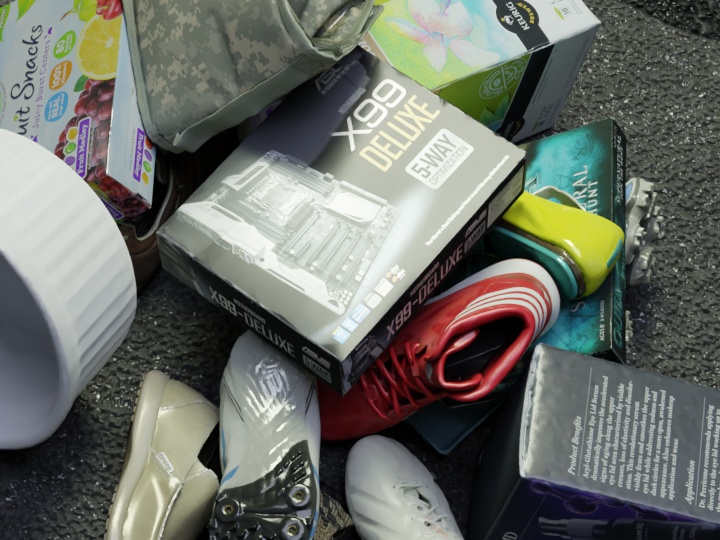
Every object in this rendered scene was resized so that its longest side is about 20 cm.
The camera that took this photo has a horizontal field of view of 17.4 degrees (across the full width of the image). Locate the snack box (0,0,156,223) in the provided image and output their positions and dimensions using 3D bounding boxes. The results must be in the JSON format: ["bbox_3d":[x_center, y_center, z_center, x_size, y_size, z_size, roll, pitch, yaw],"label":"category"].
[{"bbox_3d":[-0.205,-0.113,1.629,0.053,0.141,0.201,37,42,-41],"label":"snack box"}]

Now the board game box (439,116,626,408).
[{"bbox_3d":[0.119,-0.006,1.638,0.134,0.028,0.201,-16,48,25],"label":"board game box"}]

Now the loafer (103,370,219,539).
[{"bbox_3d":[-0.125,0.153,1.511,0.068,0.076,0.201,9,55,-2],"label":"loafer"}]

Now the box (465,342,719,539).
[{"bbox_3d":[0.182,0.148,1.552,0.198,0.148,0.105,13,55,-4],"label":"box"}]

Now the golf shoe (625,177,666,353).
[{"bbox_3d":[0.147,0.021,1.667,0.096,0.079,0.201,7,53,23],"label":"golf shoe"}]

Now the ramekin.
[{"bbox_3d":[-0.239,0.005,1.509,0.200,0.201,0.098,35,48,10],"label":"ramekin"}]

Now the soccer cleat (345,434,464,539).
[{"bbox_3d":[0.045,0.187,1.532,0.069,0.078,0.201,-10,60,-21],"label":"soccer cleat"}]

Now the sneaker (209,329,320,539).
[{"bbox_3d":[-0.058,0.129,1.503,0.071,0.073,0.201,-2,53,6],"label":"sneaker"}]

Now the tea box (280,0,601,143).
[{"bbox_3d":[0.032,-0.186,1.740,0.196,0.134,0.201,-24,67,-26],"label":"tea box"}]

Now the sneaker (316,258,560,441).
[{"bbox_3d":[0.032,0.060,1.536,0.079,0.199,0.116,56,18,-2],"label":"sneaker"}]

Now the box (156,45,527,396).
[{"bbox_3d":[-0.010,-0.039,1.541,0.157,0.050,0.200,35,66,20],"label":"box"}]

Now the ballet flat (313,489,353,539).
[{"bbox_3d":[-0.053,0.221,1.495,0.075,0.068,0.201,31,51,-4],"label":"ballet flat"}]

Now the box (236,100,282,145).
[{"bbox_3d":[-0.046,-0.029,1.674,0.038,0.042,0.201,-4,58,-19],"label":"box"}]

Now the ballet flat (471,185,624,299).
[{"bbox_3d":[0.099,-0.040,1.617,0.199,0.067,0.067,27,61,39],"label":"ballet flat"}]

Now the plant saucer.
[{"bbox_3d":[0.097,0.055,1.670,0.070,0.019,0.200,42,56,14],"label":"plant saucer"}]

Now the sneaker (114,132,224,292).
[{"bbox_3d":[-0.137,-0.074,1.657,0.070,0.076,0.201,19,55,-2],"label":"sneaker"}]

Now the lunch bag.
[{"bbox_3d":[-0.073,-0.187,1.578,0.117,0.163,0.202,23,54,-40],"label":"lunch bag"}]
